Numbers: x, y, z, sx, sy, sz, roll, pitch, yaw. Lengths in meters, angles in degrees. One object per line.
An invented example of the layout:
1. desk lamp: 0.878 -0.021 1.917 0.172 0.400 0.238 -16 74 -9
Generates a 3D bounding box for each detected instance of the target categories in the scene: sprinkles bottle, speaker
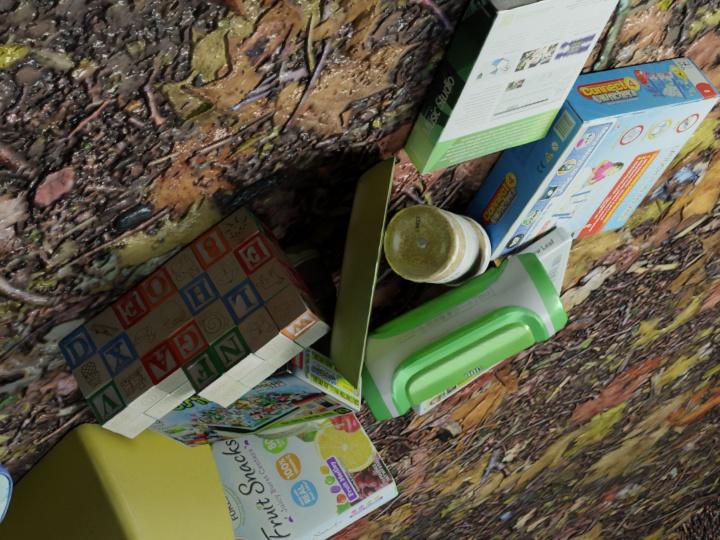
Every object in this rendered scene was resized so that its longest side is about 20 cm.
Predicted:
1. sprinkles bottle: 0.073 -0.021 1.451 0.068 0.068 0.200 -38 171 9
2. speaker: 0.087 0.061 1.469 0.199 0.089 0.089 -28 156 0

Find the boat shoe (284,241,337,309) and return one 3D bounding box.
1. boat shoe: -0.096 0.058 1.449 0.201 0.066 0.072 -46 155 27

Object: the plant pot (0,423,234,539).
1. plant pot: -0.235 0.283 1.559 0.200 0.177 0.199 -42 154 20

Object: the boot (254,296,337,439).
1. boot: -0.058 0.101 1.571 0.199 0.072 0.154 -35 156 15

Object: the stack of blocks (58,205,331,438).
1. stack of blocks: -0.139 0.055 1.333 0.199 0.116 0.059 -36 156 6

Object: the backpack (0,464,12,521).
1. backpack: -0.375 0.205 1.270 0.199 0.147 0.183 -25 157 -38

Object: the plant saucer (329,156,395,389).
1. plant saucer: 0.000 0.000 1.365 0.031 0.201 0.200 9 150 1

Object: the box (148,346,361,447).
1. box: -0.111 0.111 1.428 0.199 0.035 0.110 -15 149 33

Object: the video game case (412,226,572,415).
1. video game case: 0.129 0.054 1.623 0.181 0.022 0.200 -32 157 -16

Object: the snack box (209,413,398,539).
1. snack box: -0.080 0.223 1.680 0.199 0.143 0.053 -29 156 -9

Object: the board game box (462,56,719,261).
1. board game box: 0.222 -0.109 1.550 0.195 0.056 0.200 -14 149 -38

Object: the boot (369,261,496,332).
1. boot: 0.055 0.043 1.631 0.199 0.074 0.076 -32 136 -12

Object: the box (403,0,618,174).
1. box: 0.128 -0.171 1.346 0.144 0.036 0.201 -18 150 -31
